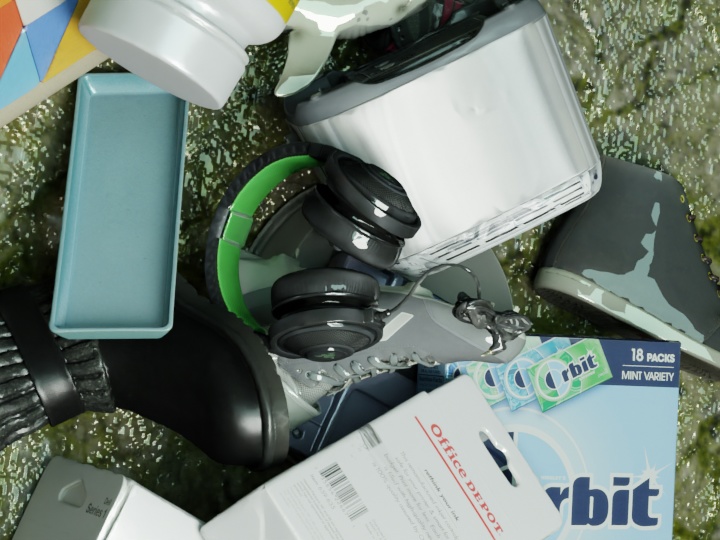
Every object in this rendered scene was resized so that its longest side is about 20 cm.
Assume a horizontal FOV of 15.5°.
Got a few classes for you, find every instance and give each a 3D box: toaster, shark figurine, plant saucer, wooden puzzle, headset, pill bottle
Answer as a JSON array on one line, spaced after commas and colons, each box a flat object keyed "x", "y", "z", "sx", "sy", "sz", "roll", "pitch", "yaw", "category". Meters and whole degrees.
[{"x": 0.060, "y": -0.084, "z": 1.600, "sx": 0.199, "sy": 0.114, "sz": 0.130, "roll": -26, "pitch": 103, "yaw": -6, "category": "toaster"}, {"x": -0.071, "y": -0.186, "z": 1.606, "sx": 0.214, "sy": 0.089, "sz": 0.128, "roll": 33, "pitch": 80, "yaw": -10, "category": "shark figurine"}, {"x": -0.138, "y": -0.038, "z": 1.540, "sx": 0.070, "sy": 0.019, "sz": 0.201, "roll": -1, "pitch": 51, "yaw": 2, "category": "plant saucer"}, {"x": -0.186, "y": -0.171, "z": 1.512, "sx": 0.185, "sy": 0.037, "sz": 0.200, "roll": -36, "pitch": 143, "yaw": -22, "category": "wooden puzzle"}, {"x": 0.000, "y": 0.000, "z": 1.512, "sx": 0.094, "sy": 0.200, "sz": 0.124, "roll": 19, "pitch": 89, "yaw": -49, "category": "headset"}, {"x": -0.072, "y": -0.201, "z": 1.504, "sx": 0.114, "sy": 0.114, "sz": 0.200, "roll": 32, "pitch": 81, "yaw": -22, "category": "pill bottle"}]

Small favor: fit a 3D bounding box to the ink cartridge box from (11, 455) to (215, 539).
[{"x": -0.099, "y": 0.197, "z": 1.556, "sx": 0.200, "sy": 0.146, "sz": 0.085, "roll": 32, "pitch": 78, "yaw": -22, "category": "ink cartridge box"}]

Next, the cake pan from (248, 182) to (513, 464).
[{"x": 0.014, "y": 0.038, "z": 1.672, "sx": 0.200, "sy": 0.037, "sz": 0.201, "roll": 0, "pitch": 90, "yaw": -26, "category": "cake pan"}]

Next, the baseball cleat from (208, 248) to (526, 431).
[{"x": -0.002, "y": 0.051, "z": 1.564, "sx": 0.070, "sy": 0.199, "sz": 0.107, "roll": 32, "pitch": 73, "yaw": -63, "category": "baseball cleat"}]

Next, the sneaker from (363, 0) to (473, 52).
[{"x": 0.045, "y": -0.162, "z": 1.679, "sx": 0.200, "sy": 0.077, "sz": 0.084, "roll": 43, "pitch": 90, "yaw": -16, "category": "sneaker"}]

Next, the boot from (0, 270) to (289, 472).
[{"x": -0.151, "y": 0.068, "z": 1.513, "sx": 0.157, "sy": 0.211, "sz": 0.080, "roll": -19, "pitch": 126, "yaw": -29, "category": "boot"}]

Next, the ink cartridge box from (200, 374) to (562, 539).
[{"x": 0.017, "y": 0.149, "z": 1.523, "sx": 0.200, "sy": 0.067, "sz": 0.116, "roll": -26, "pitch": 80, "yaw": -49, "category": "ink cartridge box"}]

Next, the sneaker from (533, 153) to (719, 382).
[{"x": 0.219, "y": 0.004, "z": 1.750, "sx": 0.200, "sy": 0.075, "sz": 0.107, "roll": 27, "pitch": 81, "yaw": -22, "category": "sneaker"}]

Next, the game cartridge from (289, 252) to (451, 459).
[{"x": 0.044, "y": 0.087, "z": 1.648, "sx": 0.200, "sy": 0.038, "sz": 0.130, "roll": 29, "pitch": 82, "yaw": -23, "category": "game cartridge"}]

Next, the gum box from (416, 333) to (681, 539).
[{"x": 0.114, "y": 0.140, "z": 1.641, "sx": 0.169, "sy": 0.045, "sz": 0.201, "roll": 3, "pitch": 90, "yaw": -26, "category": "gum box"}]
